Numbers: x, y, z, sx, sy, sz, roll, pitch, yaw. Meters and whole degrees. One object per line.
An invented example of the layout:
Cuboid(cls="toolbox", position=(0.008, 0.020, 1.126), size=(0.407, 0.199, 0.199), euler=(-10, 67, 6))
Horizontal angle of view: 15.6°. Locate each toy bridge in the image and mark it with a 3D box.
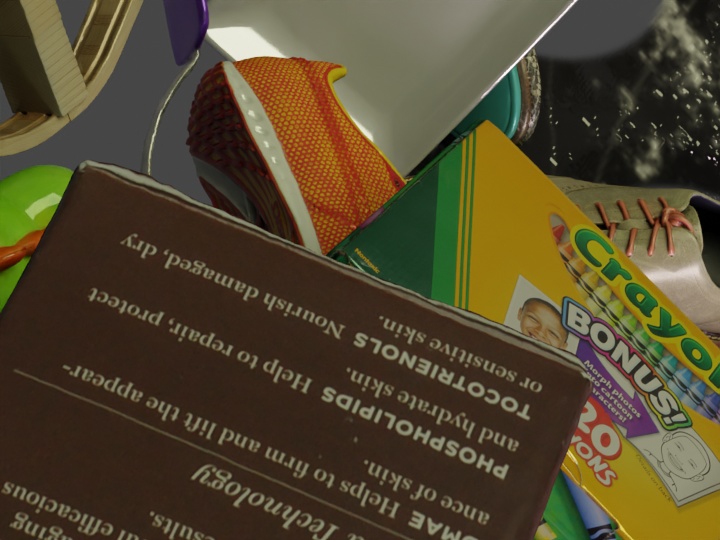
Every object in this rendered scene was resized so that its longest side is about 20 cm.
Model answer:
Cuboid(cls="toy bridge", position=(-0.116, -0.082, 0.906), size=(0.200, 0.027, 0.068), euler=(-45, 128, -40))

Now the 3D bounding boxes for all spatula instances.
Cuboid(cls="spatula", position=(-0.074, -0.046, 0.979), size=(0.020, 0.057, 0.201), euler=(8, 74, -14))

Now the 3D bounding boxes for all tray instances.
Cuboid(cls="tray", position=(0.036, -0.133, 1.024), size=(0.107, 0.200, 0.022), euler=(40, 21, -11))

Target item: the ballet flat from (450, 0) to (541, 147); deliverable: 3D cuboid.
Cuboid(cls="ballet flat", position=(0.019, -0.142, 1.089), size=(0.200, 0.068, 0.075), euler=(50, 38, 1))

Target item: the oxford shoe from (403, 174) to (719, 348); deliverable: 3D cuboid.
Cuboid(cls="oxford shoe", position=(0.099, -0.015, 1.067), size=(0.199, 0.075, 0.071), euler=(7, 64, -31))

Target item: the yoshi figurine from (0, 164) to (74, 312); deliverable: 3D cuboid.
Cuboid(cls="yoshi figurine", position=(-0.179, 0.023, 0.865), size=(0.199, 0.113, 0.112), euler=(-22, 40, -26))

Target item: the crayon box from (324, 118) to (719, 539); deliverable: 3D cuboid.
Cuboid(cls="crayon box", position=(0.073, 0.054, 0.902), size=(0.200, 0.058, 0.119), euler=(45, 37, 2))

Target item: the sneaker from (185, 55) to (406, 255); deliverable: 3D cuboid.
Cuboid(cls="sneaker", position=(0.000, 0.000, 0.979), size=(0.077, 0.073, 0.201), euler=(-6, 64, -27))

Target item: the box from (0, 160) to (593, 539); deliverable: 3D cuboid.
Cuboid(cls="box", position=(-0.053, 0.113, 0.762), size=(0.163, 0.166, 0.201), euler=(22, 57, 3))
